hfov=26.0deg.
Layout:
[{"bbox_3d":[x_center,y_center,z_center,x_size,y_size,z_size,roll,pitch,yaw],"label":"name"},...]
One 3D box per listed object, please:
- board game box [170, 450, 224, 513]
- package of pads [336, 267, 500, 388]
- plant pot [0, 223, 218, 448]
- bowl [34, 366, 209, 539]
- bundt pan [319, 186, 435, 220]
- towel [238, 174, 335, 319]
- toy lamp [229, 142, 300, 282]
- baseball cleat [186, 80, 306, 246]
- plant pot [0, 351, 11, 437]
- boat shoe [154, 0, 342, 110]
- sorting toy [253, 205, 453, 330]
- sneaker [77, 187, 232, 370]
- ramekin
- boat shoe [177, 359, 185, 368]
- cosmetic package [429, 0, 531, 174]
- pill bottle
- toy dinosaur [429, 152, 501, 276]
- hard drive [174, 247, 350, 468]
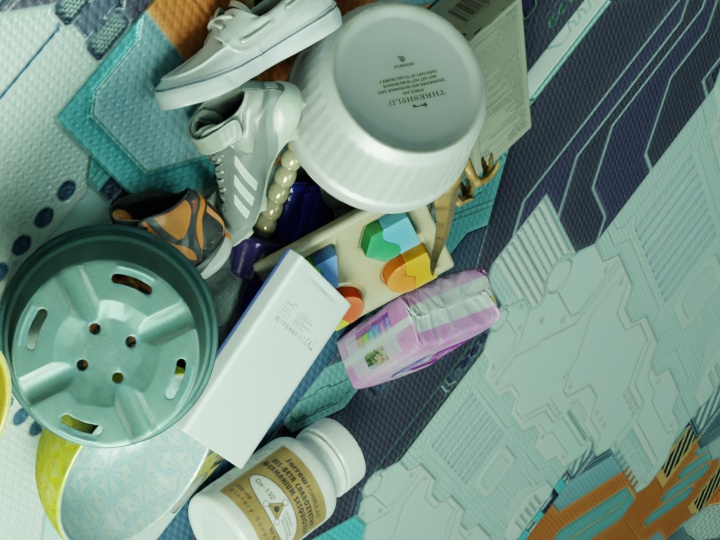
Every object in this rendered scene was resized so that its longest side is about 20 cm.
[{"bbox_3d":[-0.153,0.172,1.671,0.200,0.035,0.136,-48,171,-8],"label":"board game box"},{"bbox_3d":[0.066,0.068,1.796,0.120,0.076,0.200,-16,169,-28],"label":"package of pads"},{"bbox_3d":[-0.212,0.061,1.308,0.201,0.200,0.196,-53,-172,-4],"label":"plant pot"},{"bbox_3d":[-0.247,0.160,1.515,0.200,0.107,0.201,-35,143,-31],"label":"bowl"},{"bbox_3d":[0.045,-0.131,1.636,0.201,0.075,0.204,-21,118,-46],"label":"bundt pan"},{"bbox_3d":[-0.054,-0.009,1.686,0.147,0.049,0.201,-8,124,-51],"label":"towel"},{"bbox_3d":[-0.082,-0.084,1.573,0.058,0.058,0.202,2,114,-55],"label":"toy lamp"},{"bbox_3d":[-0.126,-0.106,1.484,0.106,0.070,0.201,5,131,-28],"label":"baseball cleat"},{"bbox_3d":[-0.395,0.097,1.214,0.199,0.142,0.201,-35,143,-32],"label":"plant pot"},{"bbox_3d":[-0.110,-0.212,1.415,0.199,0.073,0.066,-34,113,-26],"label":"boat shoe"},{"bbox_3d":[0.000,0.000,1.620,0.184,0.037,0.200,-28,151,2],"label":"sorting toy"},{"bbox_3d":[-0.218,-0.002,1.455,0.200,0.077,0.112,-48,137,-14],"label":"sneaker"},{"bbox_3d":[0.031,-0.166,1.496,0.202,0.203,0.094,-38,176,-27],"label":"ramekin"},{"bbox_3d":[-0.186,0.109,1.590,0.072,0.068,0.201,-25,137,-42],"label":"boat shoe"},{"bbox_3d":[0.128,-0.216,1.727,0.103,0.073,0.201,-41,146,-24],"label":"cosmetic package"},{"bbox_3d":[-0.093,0.261,1.819,0.199,0.114,0.115,-33,142,-34],"label":"pill bottle"},{"bbox_3d":[0.089,-0.089,1.601,0.106,0.060,0.202,4,82,-43],"label":"toy dinosaur"},{"bbox_3d":[-0.095,0.089,1.540,0.201,0.025,0.132,-56,149,-7],"label":"hard drive"}]
